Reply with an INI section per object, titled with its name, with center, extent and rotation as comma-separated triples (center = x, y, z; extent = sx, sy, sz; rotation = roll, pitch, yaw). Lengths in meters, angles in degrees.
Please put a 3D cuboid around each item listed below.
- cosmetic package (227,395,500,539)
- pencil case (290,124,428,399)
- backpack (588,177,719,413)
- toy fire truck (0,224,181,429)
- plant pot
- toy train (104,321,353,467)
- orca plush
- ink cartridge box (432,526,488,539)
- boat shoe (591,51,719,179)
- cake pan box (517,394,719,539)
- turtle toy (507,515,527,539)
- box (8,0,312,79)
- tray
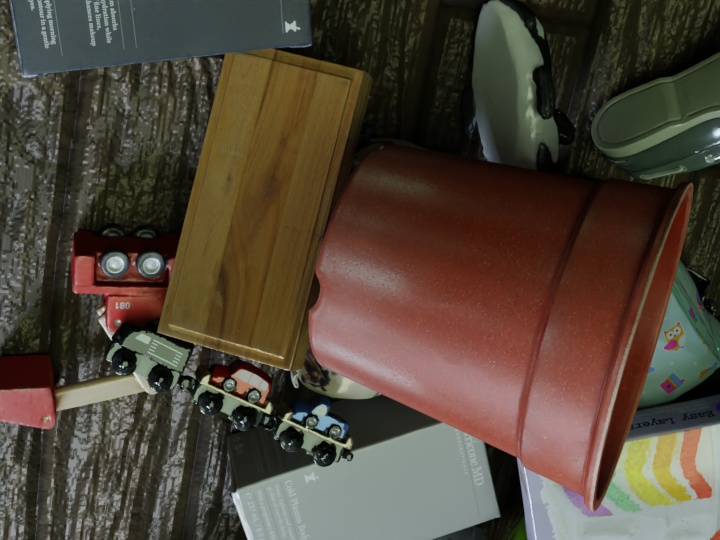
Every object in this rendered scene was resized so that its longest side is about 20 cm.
[cosmetic package]
center = 0.003, 0.162, 0.995
extent = 0.197, 0.090, 0.108
rotation = -18, 115, -1
[pencil case]
center = 0.000, 0.000, 0.921
extent = 0.088, 0.078, 0.203
rotation = 11, 113, 0
[backpack]
center = 0.190, 0.032, 0.957
extent = 0.166, 0.127, 0.201
rotation = -32, 115, 7
[toy fire truck]
center = -0.164, 0.042, 0.917
extent = 0.196, 0.049, 0.143
rotation = 1, 115, -15
[plant pot]
center = 0.083, 0.017, 0.779
extent = 0.192, 0.201, 0.204
rotation = 18, 115, 18
[toy train]
center = -0.087, 0.087, 0.902
extent = 0.198, 0.034, 0.046
rotation = 27, 89, -17
[orca plush]
center = 0.132, -0.092, 0.886
extent = 0.070, 0.203, 0.105
rotation = -6, 162, -28
[ink cartridge box]
center = 0.063, 0.313, 1.016
extent = 0.084, 0.201, 0.146
rotation = 22, 109, -22
[boat shoe]
center = 0.269, -0.114, 0.910
extent = 0.197, 0.074, 0.062
rotation = -15, 141, 28
[cake pan box]
center = 0.217, 0.202, 0.939
extent = 0.181, 0.052, 0.203
rotation = -9, 108, 3
[turtle toy]
center = 0.209, 0.200, 1.025
extent = 0.199, 0.146, 0.101
rotation = -38, 124, 6
[box]
center = -0.129, -0.236, 0.762
extent = 0.179, 0.104, 0.203
rotation = -7, 117, -9
[tray]
center = -0.064, -0.044, 0.848
extent = 0.097, 0.037, 0.203
rotation = 14, 92, 12
